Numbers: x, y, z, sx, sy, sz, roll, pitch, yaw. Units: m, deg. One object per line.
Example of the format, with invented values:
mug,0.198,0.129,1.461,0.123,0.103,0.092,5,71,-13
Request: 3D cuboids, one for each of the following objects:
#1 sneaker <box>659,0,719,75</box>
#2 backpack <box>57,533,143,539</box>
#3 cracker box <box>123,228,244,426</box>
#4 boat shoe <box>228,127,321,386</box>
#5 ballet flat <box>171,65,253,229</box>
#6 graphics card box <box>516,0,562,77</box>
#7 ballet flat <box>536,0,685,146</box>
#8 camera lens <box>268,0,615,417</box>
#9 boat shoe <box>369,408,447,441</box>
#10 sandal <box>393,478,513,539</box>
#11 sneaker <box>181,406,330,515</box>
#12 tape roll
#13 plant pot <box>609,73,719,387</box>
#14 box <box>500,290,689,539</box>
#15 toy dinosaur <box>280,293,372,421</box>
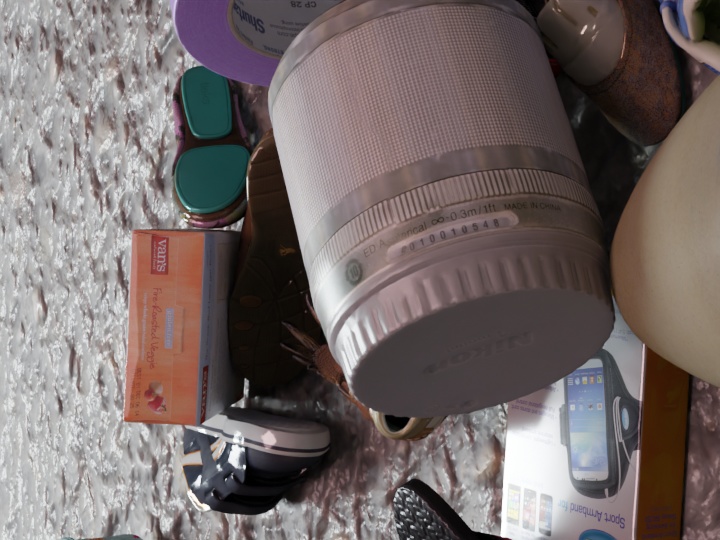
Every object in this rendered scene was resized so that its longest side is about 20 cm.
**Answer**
sneaker,0.185,-0.155,0.850,0.201,0.076,0.076,58,136,42
backpack,-0.229,0.329,1.412,0.178,0.149,0.202,-54,42,43
cracker box,-0.126,0.037,1.235,0.200,0.057,0.136,-13,-74,-85
boat shoe,-0.056,-0.013,1.232,0.068,0.071,0.202,-83,0,-68
ballet flat,-0.116,-0.081,1.305,0.201,0.068,0.072,-103,10,-49
graphics card box,0.047,-0.161,1.083,0.126,0.050,0.201,-56,46,38
ballet flat,0.123,-0.159,0.953,0.068,0.067,0.202,-45,53,44
camera lens,0.041,-0.043,0.898,0.160,0.159,0.202,-46,49,46
boat shoe,0.059,0.012,1.009,0.068,0.074,0.202,-39,-33,-76
sandal,0.096,0.193,0.955,0.200,0.045,0.075,43,149,11
sneaker,-0.079,0.146,1.244,0.200,0.078,0.080,177,98,-67
tape roll,-0.014,-0.183,0.957,0.200,0.198,0.066,-39,56,49
plant pot,0.197,-0.015,0.760,0.200,0.185,0.190,155,112,-70
box,0.134,0.093,0.956,0.119,0.041,0.203,9,99,56
toy dinosaur,0.000,0.000,1.127,0.135,0.085,0.202,-21,66,62
